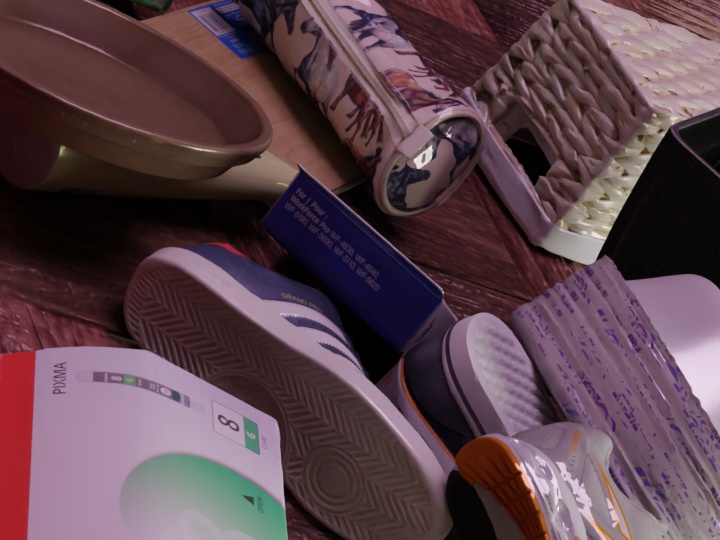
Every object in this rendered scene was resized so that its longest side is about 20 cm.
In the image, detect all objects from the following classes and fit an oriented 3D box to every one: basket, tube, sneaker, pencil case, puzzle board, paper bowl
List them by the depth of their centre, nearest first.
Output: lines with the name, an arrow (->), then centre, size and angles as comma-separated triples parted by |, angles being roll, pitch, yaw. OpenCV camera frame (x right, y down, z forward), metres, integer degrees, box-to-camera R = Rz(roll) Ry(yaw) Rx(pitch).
sneaker -> 0.123, 0.159, 1.384 | 0.092, 0.076, 0.201 | -18, 83, -40
sneaker -> -0.020, 0.054, 1.444 | 0.200, 0.075, 0.084 | 44, 29, 13
sneaker -> 0.075, 0.124, 1.468 | 0.078, 0.079, 0.201 | -26, 90, -60
paper bowl -> 0.168, 0.083, 1.524 | 0.201, 0.104, 0.201 | 59, 3, -5
tube -> -0.104, -0.062, 1.553 | 0.199, 0.052, 0.058 | 5, 64, -49
puzzle board -> -0.060, -0.098, 1.732 | 0.151, 0.017, 0.200 | 41, 23, 9
pencil case -> -0.002, -0.120, 1.733 | 0.200, 0.078, 0.089 | 55, 10, 34
basket -> 0.182, -0.083, 1.913 | 0.199, 0.123, 0.136 | 14, 34, -44

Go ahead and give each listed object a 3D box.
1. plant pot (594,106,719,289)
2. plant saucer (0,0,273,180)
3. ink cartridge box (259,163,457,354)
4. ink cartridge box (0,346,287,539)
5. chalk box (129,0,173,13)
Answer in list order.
plant pot -> 0.228, 0.035, 1.703 | 0.199, 0.178, 0.200 | 44, 25, 12
plant saucer -> -0.139, -0.098, 1.479 | 0.199, 0.030, 0.200 | 24, 16, -7
ink cartridge box -> 0.000, 0.000, 1.522 | 0.099, 0.039, 0.200 | 42, -2, 7
ink cartridge box -> -0.123, 0.081, 1.288 | 0.200, 0.050, 0.161 | 31, 25, -21
chalk box -> -0.130, -0.274, 1.700 | 0.124, 0.200, 0.124 | 17, 25, -40
